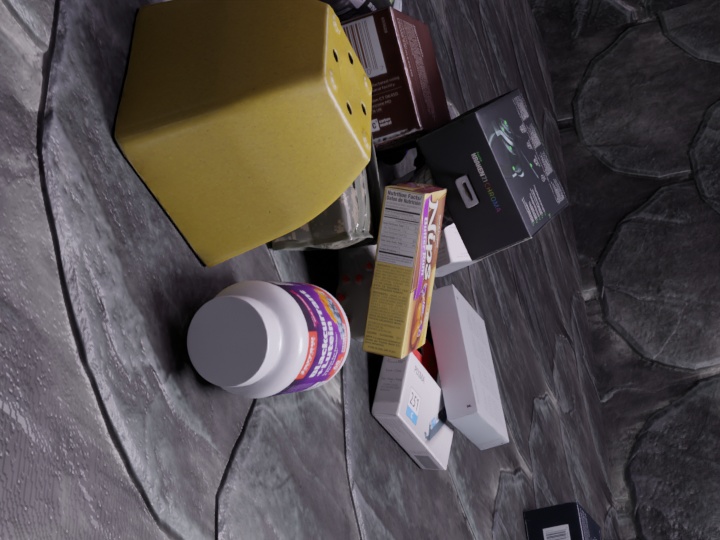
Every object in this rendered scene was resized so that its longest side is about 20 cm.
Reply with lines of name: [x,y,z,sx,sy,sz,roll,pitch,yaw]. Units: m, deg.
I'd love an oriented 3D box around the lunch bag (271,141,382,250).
lunch bag: [-0.038,-0.108,1.568,0.200,0.116,0.166,-5,88,-75]

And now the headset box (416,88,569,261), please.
headset box: [0.174,-0.125,1.698,0.176,0.092,0.200,64,28,-6]

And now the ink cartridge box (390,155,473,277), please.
ink cartridge box: [0.112,-0.098,2.030,0.067,0.116,0.202,-6,79,-33]

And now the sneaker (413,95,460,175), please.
sneaker: [0.104,-0.188,1.937,0.114,0.076,0.200,-40,99,-42]

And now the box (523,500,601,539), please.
box: [0.389,0.535,2.445,0.200,0.106,0.150,47,32,-56]

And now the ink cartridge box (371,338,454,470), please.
ink cartridge box: [0.083,0.157,1.807,0.200,0.044,0.178,52,43,-53]

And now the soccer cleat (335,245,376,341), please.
soccer cleat: [0.000,0.000,1.697,0.078,0.069,0.202,51,27,-65]

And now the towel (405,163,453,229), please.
towel: [0.094,-0.090,1.806,0.086,0.165,0.200,45,32,-4]

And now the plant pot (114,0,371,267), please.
plant pot: [-0.097,-0.157,1.281,0.195,0.198,0.197,58,23,-44]

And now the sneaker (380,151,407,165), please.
sneaker: [0.029,-0.249,1.979,0.100,0.069,0.202,-69,141,-58]

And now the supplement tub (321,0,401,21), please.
supplement tub: [-0.026,-0.398,1.833,0.200,0.121,0.124,27,50,-68]

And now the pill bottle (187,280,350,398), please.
pill bottle: [-0.090,0.066,1.273,0.200,0.110,0.113,4,73,-72]

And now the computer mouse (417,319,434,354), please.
computer mouse: [0.082,0.085,1.925,0.200,0.046,0.142,-29,112,-63]

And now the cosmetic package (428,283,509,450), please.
cosmetic package: [0.154,0.141,1.897,0.151,0.051,0.202,49,28,-58]

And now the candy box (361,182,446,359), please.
candy box: [0.055,-0.003,1.599,0.117,0.056,0.203,-18,119,-72]

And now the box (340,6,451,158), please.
box: [0.013,-0.241,1.754,0.200,0.164,0.166,-12,87,-72]
